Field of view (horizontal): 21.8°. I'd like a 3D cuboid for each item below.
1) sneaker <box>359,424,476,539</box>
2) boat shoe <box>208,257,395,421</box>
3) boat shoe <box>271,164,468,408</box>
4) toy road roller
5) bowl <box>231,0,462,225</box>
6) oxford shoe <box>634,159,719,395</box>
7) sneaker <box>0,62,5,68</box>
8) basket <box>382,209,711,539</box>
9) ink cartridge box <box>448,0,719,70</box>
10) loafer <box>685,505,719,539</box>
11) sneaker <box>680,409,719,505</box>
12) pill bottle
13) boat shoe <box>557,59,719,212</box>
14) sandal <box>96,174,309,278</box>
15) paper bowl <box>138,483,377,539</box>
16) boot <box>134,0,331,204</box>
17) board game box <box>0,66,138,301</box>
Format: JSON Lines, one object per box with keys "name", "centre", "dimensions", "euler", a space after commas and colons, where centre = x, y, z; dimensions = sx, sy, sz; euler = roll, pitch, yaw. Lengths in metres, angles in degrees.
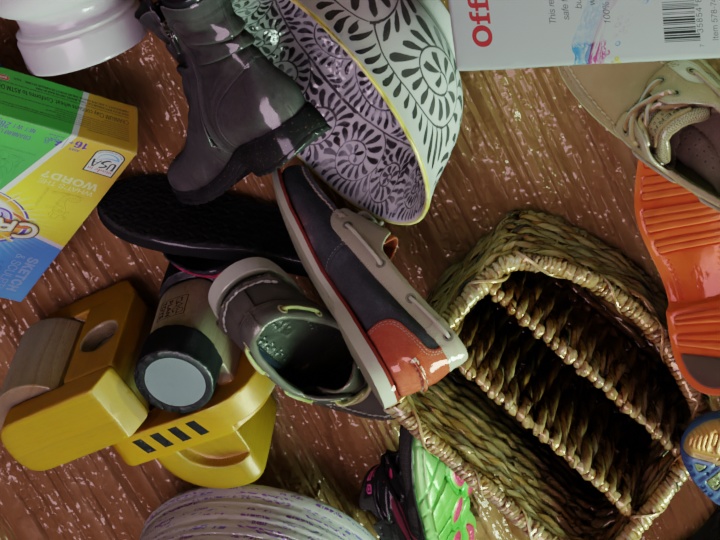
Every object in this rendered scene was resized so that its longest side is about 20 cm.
{"name": "sneaker", "centre": [0.036, 0.160, 1.327], "dimensions": [0.083, 0.077, 0.201], "euler": [20, 145, 16]}
{"name": "boat shoe", "centre": [-0.024, 0.061, 1.277], "dimensions": [0.072, 0.060, 0.201], "euler": [-44, 135, 10]}
{"name": "boat shoe", "centre": [0.000, 0.000, 1.205], "dimensions": [0.062, 0.201, 0.071], "euler": [-28, 143, -3]}
{"name": "toy road roller", "centre": [-0.147, 0.092, 1.341], "dimensions": [0.199, 0.123, 0.146], "euler": [-20, 122, 21]}
{"name": "bowl", "centre": [0.003, -0.135, 1.179], "dimensions": [0.094, 0.200, 0.201], "euler": [-42, 105, -16]}
{"name": "oxford shoe", "centre": [0.226, -0.023, 1.223], "dimensions": [0.071, 0.073, 0.202], "euler": [-3, 98, 28]}
{"name": "sneaker", "centre": [-0.317, -0.160, 1.271], "dimensions": [0.071, 0.083, 0.200], "euler": [-38, 103, 27]}
{"name": "basket", "centre": [0.137, 0.075, 1.243], "dimensions": [0.200, 0.149, 0.143], "euler": [42, 119, -8]}
{"name": "ink cartridge box", "centre": [0.152, -0.212, 1.092], "dimensions": [0.198, 0.145, 0.146], "euler": [-1, 117, 14]}
{"name": "loafer", "centre": [0.277, 0.205, 1.328], "dimensions": [0.071, 0.073, 0.200], "euler": [33, 125, -16]}
{"name": "sneaker", "centre": [0.301, 0.117, 1.239], "dimensions": [0.198, 0.088, 0.076], "euler": [9, 123, -11]}
{"name": "pill bottle", "centre": [-0.206, -0.233, 1.190], "dimensions": [0.111, 0.112, 0.201], "euler": [-9, 115, 18]}
{"name": "boat shoe", "centre": [0.197, -0.094, 1.153], "dimensions": [0.200, 0.064, 0.072], "euler": [38, 108, 23]}
{"name": "sandal", "centre": [-0.090, -0.018, 1.298], "dimensions": [0.198, 0.075, 0.045], "euler": [13, 131, 4]}
{"name": "paper bowl", "centre": [-0.078, 0.256, 1.382], "dimensions": [0.199, 0.105, 0.201], "euler": [8, 138, 8]}
{"name": "boot", "centre": [-0.100, -0.121, 1.212], "dimensions": [0.132, 0.070, 0.200], "euler": [54, 152, -9]}
{"name": "board game box", "centre": [-0.260, -0.060, 1.266], "dimensions": [0.152, 0.041, 0.200], "euler": [14, 142, -28]}
